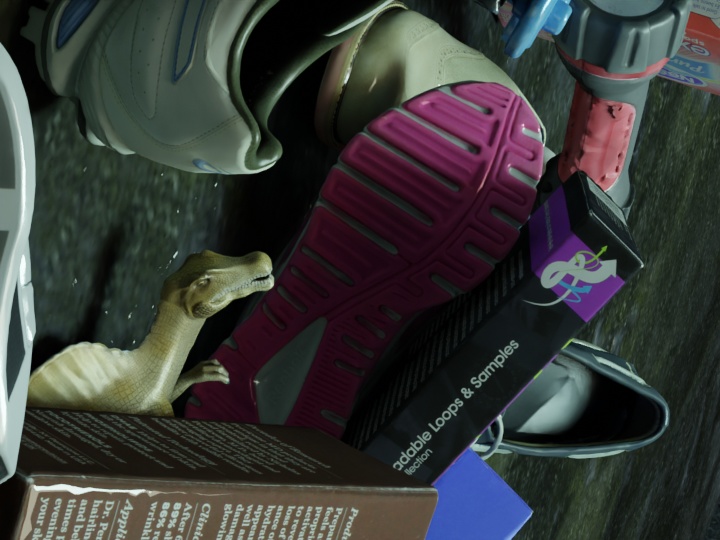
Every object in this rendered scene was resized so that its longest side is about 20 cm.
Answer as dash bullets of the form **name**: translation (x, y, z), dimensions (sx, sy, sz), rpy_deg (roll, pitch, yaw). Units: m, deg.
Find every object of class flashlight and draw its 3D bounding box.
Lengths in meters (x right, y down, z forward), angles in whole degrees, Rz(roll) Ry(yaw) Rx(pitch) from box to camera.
- **flashlight**: translation (0.117, -0.075, 0.991), dimensions (0.201, 0.067, 0.068), rpy_deg (96, -13, -52)

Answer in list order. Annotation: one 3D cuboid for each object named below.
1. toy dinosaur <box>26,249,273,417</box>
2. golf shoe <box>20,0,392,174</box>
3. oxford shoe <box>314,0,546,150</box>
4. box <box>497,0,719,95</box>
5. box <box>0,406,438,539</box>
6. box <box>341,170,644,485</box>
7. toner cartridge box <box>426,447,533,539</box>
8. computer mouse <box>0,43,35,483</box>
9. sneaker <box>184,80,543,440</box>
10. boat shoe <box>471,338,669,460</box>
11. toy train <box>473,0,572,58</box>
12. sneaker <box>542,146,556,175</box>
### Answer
- **toy dinosaur**: translation (-0.102, 0.075, 0.711), dimensions (0.200, 0.058, 0.101), rpy_deg (-50, 140, -19)
- **golf shoe**: translation (-0.012, -0.115, 0.618), dimensions (0.201, 0.097, 0.078), rpy_deg (-59, 148, -7)
- **oxford shoe**: translation (0.037, -0.079, 0.902), dimensions (0.200, 0.073, 0.071), rpy_deg (-10, 121, -69)
- **box**: translation (0.172, -0.156, 1.021), dimensions (0.103, 0.199, 0.095), rpy_deg (-68, 162, -9)
- **box**: translation (-0.070, 0.104, 0.661), dimensions (0.199, 0.075, 0.101), rpy_deg (11, 99, -49)
- **box**: translation (0.037, 0.047, 0.841), dimensions (0.200, 0.036, 0.143), rpy_deg (-46, -176, 10)
- **toner cartridge box**: translation (0.006, 0.131, 0.907), dimensions (0.095, 0.043, 0.200), rpy_deg (-46, -176, -15)
- **computer mouse**: translation (-0.120, 0.025, 0.527), dimensions (0.044, 0.109, 0.202), rpy_deg (-104, -160, -73)
- **sneaker**: translation (0.000, 0.000, 0.847), dimensions (0.200, 0.081, 0.088), rpy_deg (-49, -176, 5)
- **boat shoe**: translation (0.061, 0.057, 0.965), dimensions (0.199, 0.062, 0.076), rpy_deg (16, 91, -28)
- **toy train**: translation (0.067, -0.159, 0.829), dimensions (0.115, 0.086, 0.200), rpy_deg (-59, 180, 12)
- **sneaker**: translation (0.076, 0.024, 1.137), dimensions (0.082, 0.073, 0.201), rpy_deg (-51, 154, -53)
